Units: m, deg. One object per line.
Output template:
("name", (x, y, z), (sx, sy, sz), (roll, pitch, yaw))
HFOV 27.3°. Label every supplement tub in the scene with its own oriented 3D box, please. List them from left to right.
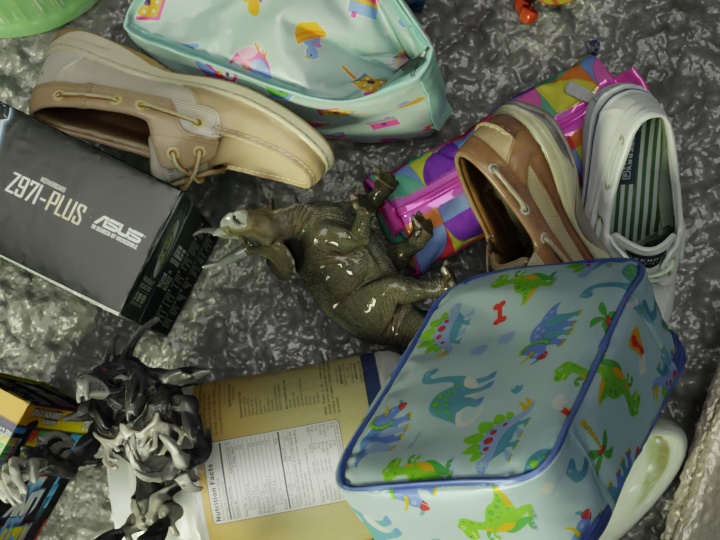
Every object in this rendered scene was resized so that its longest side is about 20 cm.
("supplement tub", (-0.055, 0.137, 0.968), (0.199, 0.144, 0.145), (-10, 83, 0))

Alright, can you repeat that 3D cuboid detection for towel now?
("towel", (0.283, 0.117, 0.996), (0.132, 0.034, 0.201), (22, 85, -20))

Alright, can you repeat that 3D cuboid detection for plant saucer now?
("plant saucer", (0.116, 0.150, 0.949), (0.200, 0.200, 0.050), (-35, 62, -3))

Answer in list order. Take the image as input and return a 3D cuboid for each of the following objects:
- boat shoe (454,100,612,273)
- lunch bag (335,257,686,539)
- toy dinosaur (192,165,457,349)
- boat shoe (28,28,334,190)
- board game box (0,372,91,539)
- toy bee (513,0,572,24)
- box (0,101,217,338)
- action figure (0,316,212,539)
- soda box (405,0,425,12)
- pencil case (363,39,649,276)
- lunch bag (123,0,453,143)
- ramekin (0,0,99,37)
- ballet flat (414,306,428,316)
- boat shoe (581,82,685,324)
("boat shoe", (0.114, -0.007, 0.956), (0.072, 0.076, 0.200), (-31, 104, -25))
("lunch bag", (0.085, 0.079, 0.847), (0.160, 0.200, 0.083), (-9, 123, 36))
("toy dinosaur", (0.000, 0.000, 0.971), (0.200, 0.077, 0.102), (40, 121, -19))
("boat shoe", (-0.117, -0.086, 0.939), (0.199, 0.074, 0.069), (20, 68, 10))
("board game box", (-0.245, 0.148, 0.941), (0.057, 0.200, 0.166), (27, 85, 6))
("toy bee", (0.132, -0.228, 1.028), (0.200, 0.131, 0.109), (44, 110, -5))
("box", (-0.192, -0.035, 0.962), (0.163, 0.200, 0.086), (26, 85, 4))
("action figure", (-0.138, 0.121, 0.856), (0.119, 0.102, 0.201), (-19, 70, 23))
("soda box", (0.034, -0.293, 1.055), (0.064, 0.068, 0.201), (10, 84, 2))
("pencil case", (0.102, -0.075, 1.021), (0.200, 0.088, 0.089), (-31, 84, -1))
("lunch bag", (-0.035, -0.151, 0.987), (0.199, 0.170, 0.122), (18, 84, 8))
("ramekin", (-0.259, -0.274, 1.042), (0.199, 0.098, 0.201), (0, 84, 1))
("ballet flat", (0.104, 0.085, 1.013), (0.199, 0.069, 0.063), (21, 98, 5))
("boat shoe", (0.177, -0.021, 0.980), (0.073, 0.067, 0.201), (-13, 114, -7))
